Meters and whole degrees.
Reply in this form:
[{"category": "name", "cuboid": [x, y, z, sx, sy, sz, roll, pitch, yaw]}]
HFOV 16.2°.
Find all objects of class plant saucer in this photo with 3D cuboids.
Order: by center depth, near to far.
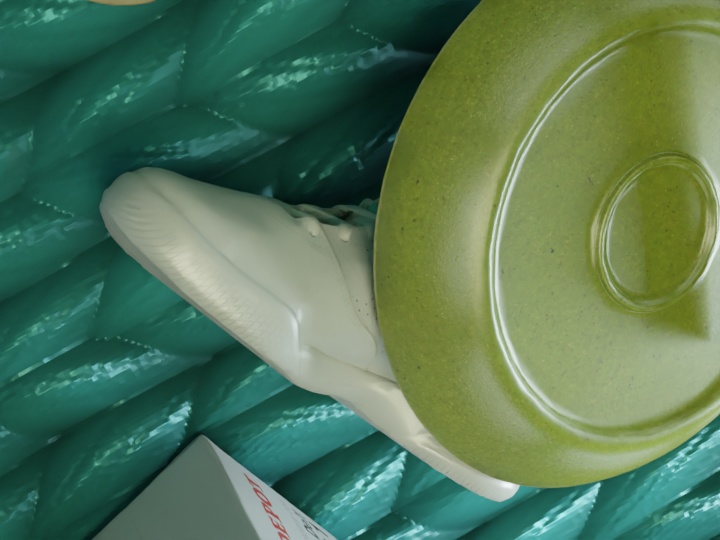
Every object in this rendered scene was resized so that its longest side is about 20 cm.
[{"category": "plant saucer", "cuboid": [0.094, -0.016, 0.873, 0.199, 0.031, 0.201, -12, 112, -32]}]

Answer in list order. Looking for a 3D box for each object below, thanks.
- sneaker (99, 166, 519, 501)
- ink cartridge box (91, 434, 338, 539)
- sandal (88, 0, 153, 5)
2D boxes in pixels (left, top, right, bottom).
[{"category": "sneaker", "cuboid": [0.000, 0.000, 0.871, 0.200, 0.075, 0.089, 33, 92, -36]}, {"category": "ink cartridge box", "cuboid": [-0.001, 0.168, 0.900, 0.084, 0.146, 0.200, -46, 120, 5]}, {"category": "sandal", "cuboid": [-0.105, -0.154, 0.753, 0.077, 0.070, 0.212, -30, 121, -2]}]
